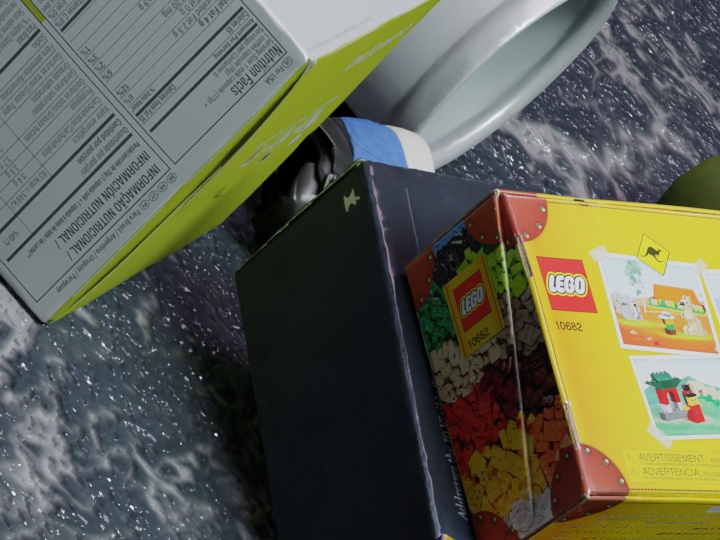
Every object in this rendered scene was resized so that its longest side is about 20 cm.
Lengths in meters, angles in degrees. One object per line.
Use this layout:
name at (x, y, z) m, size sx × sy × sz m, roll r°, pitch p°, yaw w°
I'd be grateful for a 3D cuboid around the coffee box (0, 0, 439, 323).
coffee box at (-0.109, -0.129, 1.400) m, size 0.198 × 0.200 × 0.200 m, roll 48°, pitch 27°, yaw 3°

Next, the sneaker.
sneaker at (-0.001, 0.001, 1.525) m, size 0.111 × 0.077 × 0.201 m, roll 12°, pitch 51°, yaw -37°

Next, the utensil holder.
utensil holder at (0.025, -0.184, 1.708) m, size 0.200 × 0.170 × 0.170 m, roll 50°, pitch 27°, yaw 10°

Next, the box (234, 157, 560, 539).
box at (0.064, 0.072, 1.386) m, size 0.196 × 0.124 × 0.201 m, roll 11°, pitch 56°, yaw -35°

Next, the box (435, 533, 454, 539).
box at (0.054, 0.197, 1.282) m, size 0.200 × 0.119 × 0.042 m, roll 38°, pitch 31°, yaw -19°

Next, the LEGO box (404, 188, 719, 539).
LEGO box at (0.135, 0.052, 1.314) m, size 0.199 × 0.077 × 0.149 m, roll 5°, pitch 59°, yaw -35°

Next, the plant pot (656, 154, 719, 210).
plant pot at (0.256, 0.023, 1.773) m, size 0.200 × 0.200 × 0.190 m, roll 30°, pitch 18°, yaw -29°
